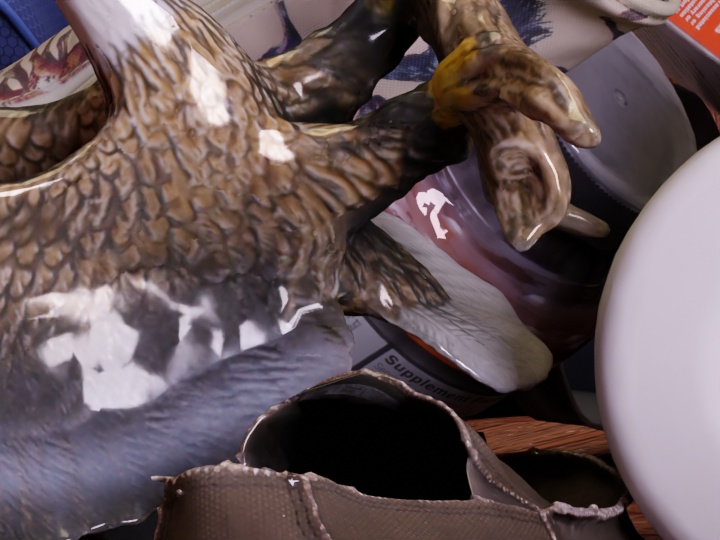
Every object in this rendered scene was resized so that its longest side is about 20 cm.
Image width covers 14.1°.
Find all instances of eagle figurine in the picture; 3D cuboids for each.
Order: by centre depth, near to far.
[{"bbox_3d":[-0.057,-0.019,0.638,0.200,0.151,0.152,-24,-11,1],"label":"eagle figurine"}]

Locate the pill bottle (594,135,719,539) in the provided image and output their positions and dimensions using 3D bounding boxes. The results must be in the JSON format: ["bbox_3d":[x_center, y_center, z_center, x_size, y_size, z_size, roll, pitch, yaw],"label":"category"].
[{"bbox_3d":[0.119,0.015,0.699,0.114,0.114,0.200,-8,1,8],"label":"pill bottle"}]

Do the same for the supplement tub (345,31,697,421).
[{"bbox_3d":[0.000,0.000,0.834,0.200,0.107,0.107,-34,-13,32],"label":"supplement tub"}]

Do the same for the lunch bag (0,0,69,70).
[{"bbox_3d":[-0.144,-0.057,0.927,0.136,0.132,0.200,-25,-43,8],"label":"lunch bag"}]

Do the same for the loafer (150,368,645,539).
[{"bbox_3d":[0.014,0.053,0.585,0.073,0.071,0.200,-7,2,17],"label":"loafer"}]

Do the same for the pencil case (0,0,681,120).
[{"bbox_3d":[-0.023,-0.054,0.738,0.200,0.078,0.089,-28,-39,20],"label":"pencil case"}]

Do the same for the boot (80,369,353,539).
[{"bbox_3d":[-0.077,0.056,0.769,0.200,0.069,0.174,21,-19,1],"label":"boot"}]

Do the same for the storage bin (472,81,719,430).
[{"bbox_3d":[0.036,-0.007,0.993,0.134,0.146,0.200,-9,-8,23],"label":"storage bin"}]

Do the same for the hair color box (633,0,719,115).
[{"bbox_3d":[0.154,-0.074,0.997,0.064,0.200,0.111,-47,-34,1],"label":"hair color box"}]

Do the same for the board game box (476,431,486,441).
[{"bbox_3d":[-0.066,0.079,0.983,0.200,0.023,0.105,-9,4,-24],"label":"board game box"}]
